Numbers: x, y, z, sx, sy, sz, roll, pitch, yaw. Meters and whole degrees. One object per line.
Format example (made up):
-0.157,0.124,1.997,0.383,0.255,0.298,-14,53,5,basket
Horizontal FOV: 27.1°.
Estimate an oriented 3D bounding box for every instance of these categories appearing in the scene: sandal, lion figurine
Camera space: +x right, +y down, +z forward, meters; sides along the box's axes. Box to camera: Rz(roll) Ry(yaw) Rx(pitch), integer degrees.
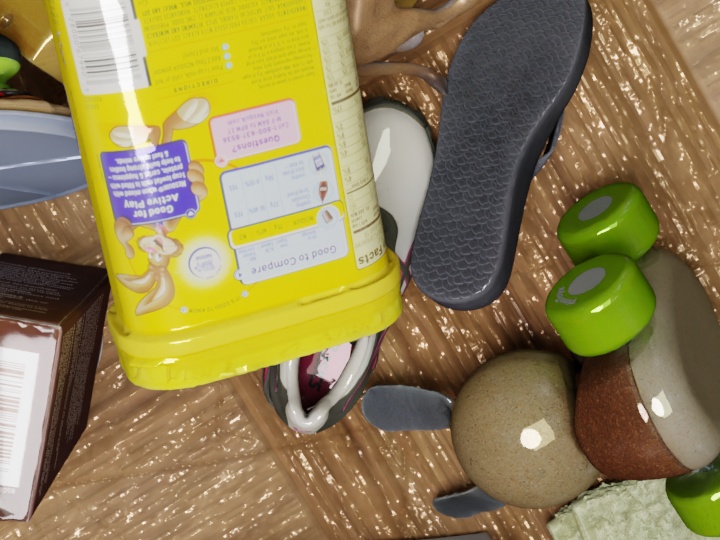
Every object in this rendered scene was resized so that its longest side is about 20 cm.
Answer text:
0.079,-0.073,0.859,0.076,0.043,0.200,17,82,31,sandal
0.004,-0.167,0.778,0.122,0.072,0.200,-30,126,-37,lion figurine

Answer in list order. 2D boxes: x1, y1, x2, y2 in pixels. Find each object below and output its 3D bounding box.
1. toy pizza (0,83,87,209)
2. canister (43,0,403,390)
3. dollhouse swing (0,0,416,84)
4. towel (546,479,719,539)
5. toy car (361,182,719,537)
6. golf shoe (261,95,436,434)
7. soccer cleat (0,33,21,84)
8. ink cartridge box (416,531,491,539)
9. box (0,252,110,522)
-0.224,-0.063,0.780,0.200,0.200,0.032,-7,81,-2,toy pizza
-0.065,-0.060,0.727,0.148,0.087,0.200,-16,112,-15,canister
-0.097,-0.185,0.850,0.182,0.176,0.200,39,95,34,dollhouse swing
0.227,0.174,0.913,0.200,0.036,0.149,-22,97,1,towel
0.109,0.077,0.862,0.200,0.158,0.164,-26,112,25,toy car
0.000,0.000,0.853,0.077,0.088,0.200,15,95,-3,golf shoe
-0.259,-0.122,0.793,0.200,0.067,0.081,0,90,35,soccer cleat
0.057,0.268,0.860,0.084,0.144,0.200,-8,98,-4,ink cartridge box
-0.184,0.053,0.792,0.075,0.200,0.100,11,96,-2,box
